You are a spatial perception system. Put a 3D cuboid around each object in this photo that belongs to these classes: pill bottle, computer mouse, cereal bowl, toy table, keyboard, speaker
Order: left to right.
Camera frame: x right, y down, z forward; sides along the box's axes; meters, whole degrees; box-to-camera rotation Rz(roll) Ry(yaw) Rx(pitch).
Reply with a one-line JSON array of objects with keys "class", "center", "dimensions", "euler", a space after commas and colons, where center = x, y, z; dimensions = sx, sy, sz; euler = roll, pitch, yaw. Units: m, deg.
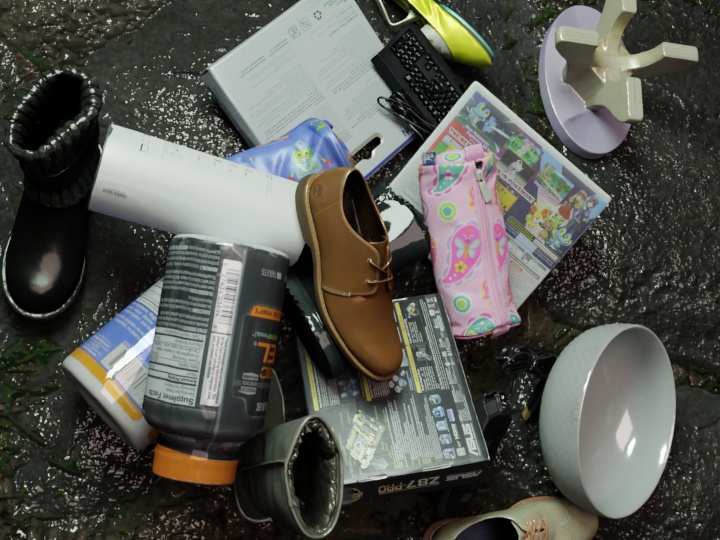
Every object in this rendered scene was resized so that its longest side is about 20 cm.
[{"class": "pill bottle", "center": [-0.174, 0.065, 0.866], "dimensions": [0.112, 0.112, 0.200], "euler": [47, 67, 0]}, {"class": "speaker", "center": [-0.143, -0.067, 0.833], "dimensions": [0.198, 0.081, 0.082], "euler": [16, 71, -18]}, {"class": "pill bottle", "center": [-0.126, 0.077, 0.769], "dimensions": [0.105, 0.106, 0.202], "euler": [10, 85, -13]}, {"class": "keyboard", "center": [0.096, -0.180, 1.029], "dimensions": [0.200, 0.040, 0.104], "euler": [48, 68, -15]}, {"class": "computer mouse", "center": [0.135, 0.161, 0.954], "dimensions": [0.046, 0.140, 0.202], "euler": [30, 102, 32]}, {"class": "cereal bowl", "center": [0.252, 0.155, 0.962], "dimensions": [0.199, 0.083, 0.202], "euler": [-3, 94, -44]}, {"class": "toy table", "center": [0.296, -0.250, 1.092], "dimensions": [0.182, 0.117, 0.202], "euler": [-7, 78, -18]}]

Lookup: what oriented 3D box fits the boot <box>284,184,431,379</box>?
[{"class": "boot", "center": [0.000, 0.000, 0.907], "dimensions": [0.167, 0.077, 0.201], "euler": [-22, 46, -12]}]

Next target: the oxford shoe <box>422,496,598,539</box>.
[{"class": "oxford shoe", "center": [0.167, 0.276, 0.927], "dimensions": [0.198, 0.074, 0.072], "euler": [-8, 77, -18]}]

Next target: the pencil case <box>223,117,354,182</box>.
[{"class": "pencil case", "center": [-0.104, -0.089, 0.922], "dimensions": [0.198, 0.078, 0.088], "euler": [-23, 95, -4]}]

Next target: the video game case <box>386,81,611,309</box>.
[{"class": "video game case", "center": [0.144, -0.074, 1.002], "dimensions": [0.200, 0.023, 0.183], "euler": [40, 98, -2]}]

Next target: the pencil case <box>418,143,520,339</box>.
[{"class": "pencil case", "center": [0.115, -0.030, 0.955], "dimensions": [0.087, 0.087, 0.202], "euler": [-12, 98, -19]}]

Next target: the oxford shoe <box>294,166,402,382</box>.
[{"class": "oxford shoe", "center": [0.002, 0.005, 0.808], "dimensions": [0.071, 0.071, 0.202], "euler": [-25, 99, -43]}]

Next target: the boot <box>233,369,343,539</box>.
[{"class": "boot", "center": [-0.077, 0.150, 0.822], "dimensions": [0.072, 0.200, 0.184], "euler": [-8, 77, -17]}]

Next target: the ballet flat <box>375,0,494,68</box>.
[{"class": "ballet flat", "center": [0.072, -0.300, 1.075], "dimensions": [0.067, 0.067, 0.200], "euler": [-41, 86, -1]}]

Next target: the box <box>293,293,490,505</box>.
[{"class": "box", "center": [0.024, 0.121, 0.885], "dimensions": [0.159, 0.049, 0.201], "euler": [-7, 51, -8]}]

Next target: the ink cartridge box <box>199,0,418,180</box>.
[{"class": "ink cartridge box", "center": [-0.044, -0.190, 1.006], "dimensions": [0.199, 0.041, 0.201], "euler": [-41, 104, -22]}]

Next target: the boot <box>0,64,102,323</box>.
[{"class": "boot", "center": [-0.291, -0.069, 0.843], "dimensions": [0.079, 0.158, 0.213], "euler": [9, 72, -12]}]
